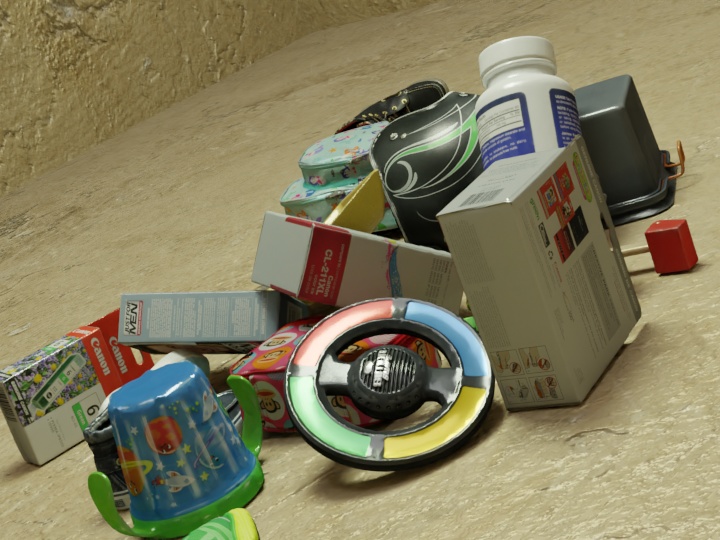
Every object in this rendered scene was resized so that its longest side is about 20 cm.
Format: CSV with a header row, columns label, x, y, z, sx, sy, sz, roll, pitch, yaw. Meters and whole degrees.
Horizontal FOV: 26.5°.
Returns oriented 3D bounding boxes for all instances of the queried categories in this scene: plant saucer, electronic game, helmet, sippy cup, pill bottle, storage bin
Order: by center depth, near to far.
label,x,y,z,sx,sy,sz,roll,pitch,yaw
electronic game,0.026,0.102,1.417,0.197,0.042,0.202,-3,47,4
sippy cup,-0.175,0.163,1.451,0.138,0.132,0.178,-16,16,12
pill bottle,0.194,-0.158,1.754,0.118,0.203,0.120,-7,-16,-2
storage bin,0.315,-0.153,1.867,0.144,0.136,0.200,-15,18,19
plant saucer,-0.045,-0.017,1.870,0.200,0.048,0.200,-50,4,-16
helmet,0.123,-0.117,1.883,0.189,0.202,0.200,-24,15,4

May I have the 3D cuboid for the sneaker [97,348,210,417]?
label,x,y,z,sx,sy,sz,roll,pitch,yaw
sneaker,-0.206,0.150,1.685,0.081,0.075,0.200,20,27,19

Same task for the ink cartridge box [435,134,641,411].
label,x,y,z,sx,sy,sz,roll,pitch,yaw
ink cartridge box,0.173,-0.001,1.425,0.083,0.202,0.175,-9,19,35

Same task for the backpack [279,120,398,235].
label,x,y,z,sx,sy,sz,roll,pitch,yaw
backpack,-0.016,-0.113,2.148,0.198,0.152,0.178,-21,16,16

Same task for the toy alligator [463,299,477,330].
label,x,y,z,sx,sy,sz,roll,pitch,yaw
toy alligator,0.171,0.038,1.550,0.198,0.060,0.054,-25,-31,27

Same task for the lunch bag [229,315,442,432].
label,x,y,z,sx,sy,sz,roll,pitch,yaw
lunch bag,-0.018,0.097,1.579,0.198,0.083,0.176,-6,18,36

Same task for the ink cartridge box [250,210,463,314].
label,x,y,z,sx,sy,sz,roll,pitch,yaw
ink cartridge box,0.000,0.000,1.684,0.198,0.084,0.145,13,1,-25

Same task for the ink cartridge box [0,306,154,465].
label,x,y,z,sx,sy,sz,roll,pitch,yaw
ink cartridge box,-0.323,0.129,1.787,0.199,0.110,0.050,-31,19,-31

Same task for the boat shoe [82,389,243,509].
label,x,y,z,sx,sy,sz,roll,pitch,yaw
boat shoe,-0.192,0.155,1.569,0.070,0.092,0.200,0,26,45

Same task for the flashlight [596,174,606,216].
label,x,y,z,sx,sy,sz,roll,pitch,yaw
flashlight,0.229,-0.056,1.651,0.068,0.067,0.200,-54,-13,-5

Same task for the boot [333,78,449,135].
label,x,y,z,sx,sy,sz,roll,pitch,yaw
boot,0.051,-0.266,2.680,0.198,0.074,0.150,-15,15,33

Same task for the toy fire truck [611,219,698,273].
label,x,y,z,sx,sy,sz,roll,pitch,yaw
toy fire truck,0.239,0.002,1.610,0.198,0.049,0.141,-7,21,43

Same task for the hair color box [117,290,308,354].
label,x,y,z,sx,sy,sz,roll,pitch,yaw
hair color box,-0.169,0.061,1.762,0.197,0.062,0.099,-1,-12,18

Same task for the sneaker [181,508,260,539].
label,x,y,z,sx,sy,sz,roll,pitch,yaw
sneaker,-0.112,0.248,1.210,0.083,0.075,0.200,-19,6,-5
